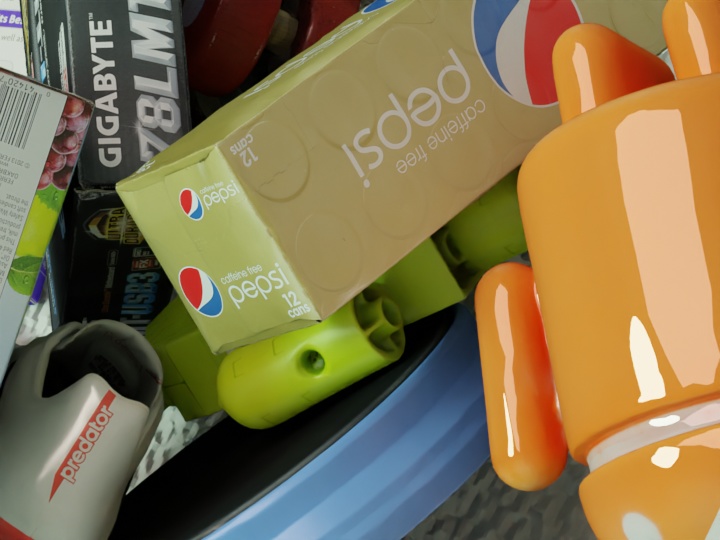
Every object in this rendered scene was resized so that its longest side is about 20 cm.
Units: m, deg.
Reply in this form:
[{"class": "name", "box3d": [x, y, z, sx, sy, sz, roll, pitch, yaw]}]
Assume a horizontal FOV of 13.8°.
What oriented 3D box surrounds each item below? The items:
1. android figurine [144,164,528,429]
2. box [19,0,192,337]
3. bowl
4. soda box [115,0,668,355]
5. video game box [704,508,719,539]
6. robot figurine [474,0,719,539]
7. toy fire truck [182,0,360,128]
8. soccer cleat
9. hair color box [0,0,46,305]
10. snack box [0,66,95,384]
[{"class": "android figurine", "box3d": [0.000, 0.000, 1.079, 0.200, 0.041, 0.182, -27, 11, 27]}, {"class": "box", "box3d": [-0.100, -0.085, 1.141, 0.050, 0.199, 0.200, -4, 71, -9]}, {"class": "bowl", "box3d": [-0.031, 0.079, 1.040, 0.201, 0.039, 0.201, -35, 8, 6]}, {"class": "soda box", "box3d": [0.017, -0.054, 0.992, 0.200, 0.068, 0.064, -38, 12, -36]}, {"class": "video game box", "box3d": [0.163, 0.147, 0.827, 0.200, 0.182, 0.047, -63, 9, -10]}, {"class": "robot figurine", "box3d": [0.115, 0.015, 0.918, 0.117, 0.144, 0.200, 122, 139, -70]}, {"class": "toy fire truck", "box3d": [-0.034, -0.105, 1.208, 0.168, 0.112, 0.200, -34, 42, 57]}, {"class": "soccer cleat", "box3d": [-0.103, 0.051, 1.064, 0.085, 0.069, 0.200, -56, 9, 8]}, {"class": "hair color box", "box3d": [-0.173, -0.090, 1.315, 0.109, 0.065, 0.200, 6, 69, 23]}, {"class": "snack box", "box3d": [-0.160, 0.036, 1.012, 0.169, 0.068, 0.200, 155, 133, -76]}]
